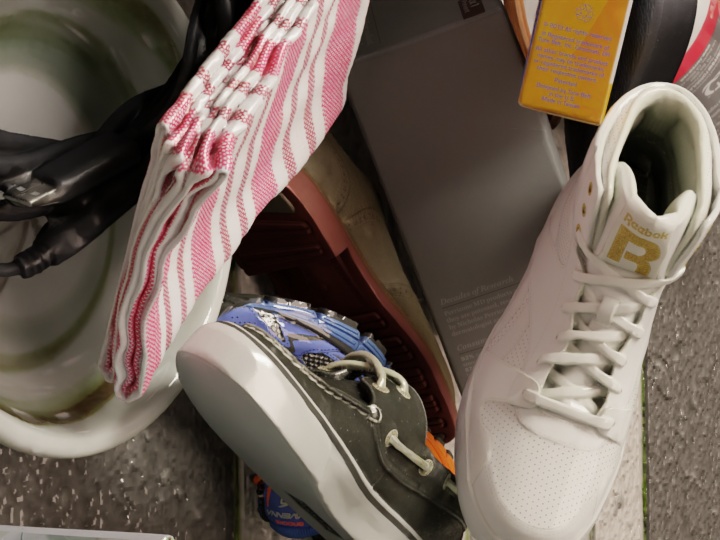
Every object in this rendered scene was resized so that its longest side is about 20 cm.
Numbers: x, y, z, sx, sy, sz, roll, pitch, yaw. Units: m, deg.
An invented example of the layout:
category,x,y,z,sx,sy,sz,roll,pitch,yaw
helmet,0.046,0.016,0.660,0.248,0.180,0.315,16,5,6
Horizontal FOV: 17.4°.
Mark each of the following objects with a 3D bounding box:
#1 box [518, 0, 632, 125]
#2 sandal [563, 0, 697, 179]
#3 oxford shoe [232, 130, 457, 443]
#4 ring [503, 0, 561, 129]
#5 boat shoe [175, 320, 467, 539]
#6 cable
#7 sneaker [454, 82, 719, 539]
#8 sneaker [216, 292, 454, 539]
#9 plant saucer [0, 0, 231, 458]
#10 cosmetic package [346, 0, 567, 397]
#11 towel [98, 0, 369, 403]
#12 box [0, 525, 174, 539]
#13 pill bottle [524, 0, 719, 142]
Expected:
category,x,y,z,sx,sy,sz,roll,pitch,yaw
box,0.107,-0.171,0.974,0.119,0.041,0.201,-67,168,-73
sandal,0.133,-0.082,1.102,0.200,0.043,0.077,109,-20,-62
oxford shoe,0.000,0.000,1.072,0.200,0.070,0.075,61,38,-37
ring,0.088,-0.169,1.143,0.200,0.019,0.202,175,-90,-85
boat shoe,-0.009,0.067,0.964,0.064,0.071,0.200,-53,142,-13
cable,-0.102,-0.104,0.844,0.200,0.051,0.164,-44,123,-37
sneaker,0.094,0.016,0.964,0.116,0.073,0.201,110,-2,-62
sneaker,-0.019,0.077,1.040,0.200,0.075,0.079,50,54,-41
plant saucer,-0.125,-0.029,0.901,0.200,0.050,0.202,1,89,-57
cosmetic package,0.052,-0.044,1.102,0.107,0.090,0.201,-100,167,-64
towel,-0.034,-0.057,0.897,0.200,0.030,0.147,-56,172,-40
box,-0.116,0.187,0.800,0.097,0.176,0.201,-52,131,-43
pill bottle,0.178,-0.109,1.300,0.200,0.110,0.111,35,62,-51
